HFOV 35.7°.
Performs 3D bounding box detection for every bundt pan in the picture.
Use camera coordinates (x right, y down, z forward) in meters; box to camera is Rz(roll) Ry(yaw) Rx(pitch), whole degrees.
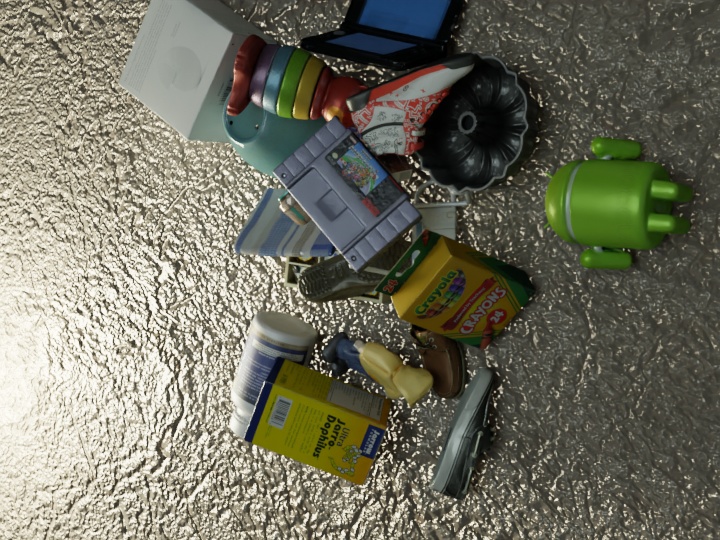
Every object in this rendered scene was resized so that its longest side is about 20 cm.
[{"bbox_3d":[0.173,-0.211,1.617,0.201,0.076,0.203,0,91,38],"label":"bundt pan"}]

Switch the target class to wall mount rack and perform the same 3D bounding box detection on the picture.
[{"bbox_3d":[0.076,-0.054,1.649,0.173,0.075,0.201,-2,70,12],"label":"wall mount rack"}]

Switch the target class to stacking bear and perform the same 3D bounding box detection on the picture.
[{"bbox_3d":[-0.084,-0.273,1.680,0.199,0.114,0.122,19,132,3],"label":"stacking bear"}]

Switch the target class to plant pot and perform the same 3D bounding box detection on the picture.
[{"bbox_3d":[-0.145,-0.246,1.810,0.199,0.135,0.201,2,94,35],"label":"plant pot"}]

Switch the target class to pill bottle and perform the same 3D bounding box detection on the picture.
[{"bbox_3d":[-0.150,0.178,1.845,0.111,0.111,0.201,27,107,31],"label":"pill bottle"}]

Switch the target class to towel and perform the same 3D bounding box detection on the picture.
[{"bbox_3d":[-0.101,-0.081,1.801,0.199,0.024,0.147,3,50,33],"label":"towel"}]

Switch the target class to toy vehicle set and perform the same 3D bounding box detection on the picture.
[{"bbox_3d":[-0.034,-0.023,1.806,0.199,0.026,0.125,9,97,35],"label":"toy vehicle set"}]

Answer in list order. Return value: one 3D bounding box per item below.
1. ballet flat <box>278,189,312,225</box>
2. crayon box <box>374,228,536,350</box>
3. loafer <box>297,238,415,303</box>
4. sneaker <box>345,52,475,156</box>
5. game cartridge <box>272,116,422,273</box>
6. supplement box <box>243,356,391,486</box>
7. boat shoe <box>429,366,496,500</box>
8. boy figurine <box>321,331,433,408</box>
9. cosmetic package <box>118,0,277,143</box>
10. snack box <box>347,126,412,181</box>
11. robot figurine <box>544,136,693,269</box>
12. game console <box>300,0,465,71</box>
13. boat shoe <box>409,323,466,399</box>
[{"bbox_3d":[-0.064,-0.117,1.737,0.067,0.200,0.068,47,124,-1],"label":"ballet flat"},{"bbox_3d":[0.135,0.030,1.584,0.127,0.199,0.051,-52,36,25],"label":"crayon box"},{"bbox_3d":[0.000,0.000,1.729,0.199,0.067,0.076,-15,77,19],"label":"loafer"},{"bbox_3d":[0.087,-0.232,1.604,0.201,0.067,0.108,-19,102,20],"label":"sneaker"},{"bbox_3d":[-0.018,-0.112,1.614,0.130,0.038,0.200,-42,76,7],"label":"game cartridge"},{"bbox_3d":[-0.064,0.233,1.737,0.199,0.109,0.110,21,107,0],"label":"supplement box"},{"bbox_3d":[0.166,0.243,1.659,0.063,0.071,0.201,21,97,-1],"label":"boat shoe"},{"bbox_3d":[0.034,0.160,1.721,0.200,0.064,0.125,23,150,43],"label":"boy figurine"},{"bbox_3d":[-0.280,-0.354,1.908,0.200,0.123,0.200,39,113,26],"label":"cosmetic package"},{"bbox_3d":[0.005,-0.208,1.714,0.024,0.072,0.200,101,148,-48],"label":"snack box"},{"bbox_3d":[0.335,-0.089,1.488,0.199,0.116,0.176,6,94,35],"label":"robot figurine"},{"bbox_3d":[0.035,-0.384,1.674,0.199,0.176,0.117,19,120,34],"label":"game console"},{"bbox_3d":[0.104,0.099,1.688,0.072,0.068,0.201,-19,81,34],"label":"boat shoe"}]
